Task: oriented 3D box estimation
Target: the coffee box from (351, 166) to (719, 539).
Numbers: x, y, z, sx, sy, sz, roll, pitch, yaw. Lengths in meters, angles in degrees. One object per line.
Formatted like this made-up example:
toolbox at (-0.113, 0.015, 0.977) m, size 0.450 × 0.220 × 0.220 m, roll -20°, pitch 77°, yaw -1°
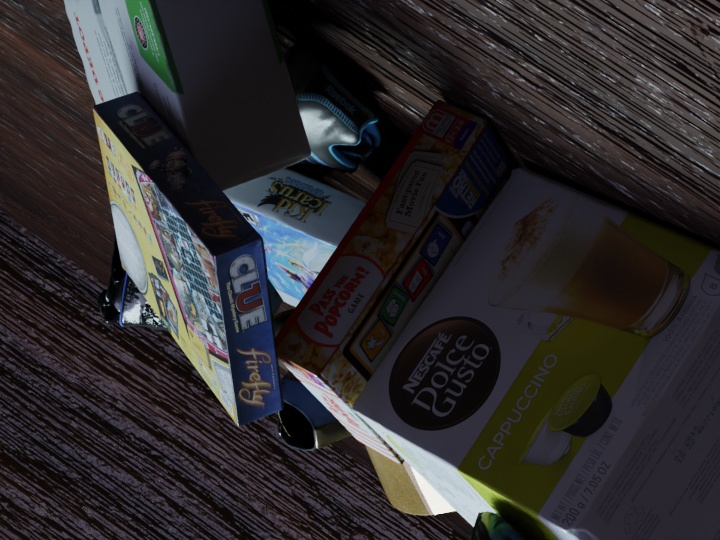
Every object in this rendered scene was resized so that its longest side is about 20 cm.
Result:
coffee box at (0.155, 0.089, 1.384) m, size 0.198 × 0.200 × 0.200 m, roll 27°, pitch 167°, yaw 41°

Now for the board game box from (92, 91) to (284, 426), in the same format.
board game box at (-0.112, -0.011, 1.375) m, size 0.200 × 0.035 × 0.136 m, roll 49°, pitch 152°, yaw 47°

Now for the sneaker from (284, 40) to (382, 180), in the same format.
sneaker at (-0.030, -0.093, 1.539) m, size 0.082 × 0.073 × 0.200 m, roll 36°, pitch 170°, yaw 8°

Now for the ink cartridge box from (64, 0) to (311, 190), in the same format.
ink cartridge box at (-0.122, -0.136, 1.457) m, size 0.200 × 0.083 × 0.147 m, roll 14°, pitch 123°, yaw 66°

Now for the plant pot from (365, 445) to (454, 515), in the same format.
plant pot at (0.055, 0.067, 1.765) m, size 0.200 × 0.186 × 0.186 m, roll 58°, pitch 162°, yaw -22°

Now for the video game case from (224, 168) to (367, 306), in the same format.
video game case at (0.000, 0.000, 1.584) m, size 0.181 × 0.046 × 0.200 m, roll 22°, pitch 164°, yaw 23°

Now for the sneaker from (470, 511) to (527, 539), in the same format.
sneaker at (0.120, 0.209, 1.333) m, size 0.090 × 0.079 × 0.200 m, roll 8°, pitch 160°, yaw 28°

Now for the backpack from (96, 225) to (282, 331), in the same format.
backpack at (-0.122, -0.060, 1.732) m, size 0.134 × 0.201 × 0.183 m, roll 11°, pitch -159°, yaw 9°

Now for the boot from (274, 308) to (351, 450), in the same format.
boot at (-0.045, 0.084, 1.689) m, size 0.200 × 0.097 × 0.075 m, roll 22°, pitch 126°, yaw 51°

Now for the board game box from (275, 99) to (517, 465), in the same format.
board game box at (0.039, 0.010, 1.412) m, size 0.046 × 0.200 × 0.152 m, roll 26°, pitch 166°, yaw 33°
